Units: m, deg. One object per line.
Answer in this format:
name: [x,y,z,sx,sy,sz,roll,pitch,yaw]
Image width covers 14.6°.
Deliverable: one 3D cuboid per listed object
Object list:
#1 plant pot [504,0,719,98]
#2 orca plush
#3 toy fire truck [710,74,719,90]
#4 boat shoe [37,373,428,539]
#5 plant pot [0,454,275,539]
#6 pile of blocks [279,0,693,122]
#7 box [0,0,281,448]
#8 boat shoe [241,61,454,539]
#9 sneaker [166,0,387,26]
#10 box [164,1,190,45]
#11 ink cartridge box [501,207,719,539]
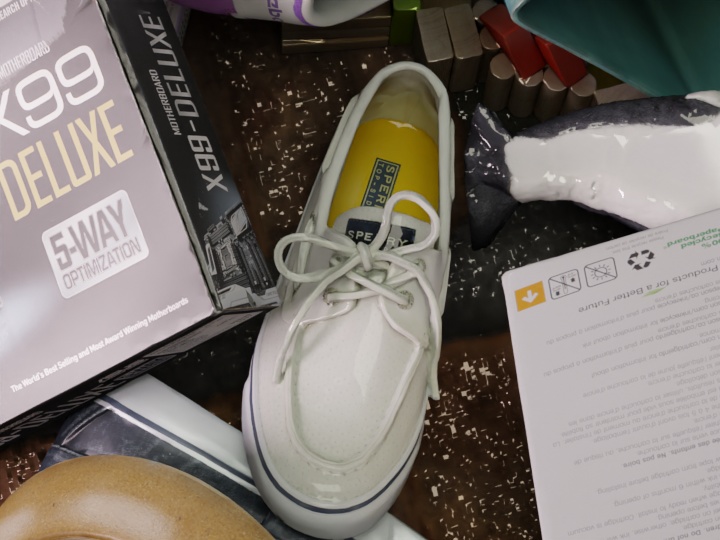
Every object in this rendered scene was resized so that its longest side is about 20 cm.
plant pot: [0.115,-0.193,1.112,0.141,0.141,0.201,-39,54,24]
orca plush: [0.142,-0.023,1.106,0.199,0.071,0.106,-7,82,11]
toy fire truck: [0.228,-0.105,1.145,0.167,0.112,0.201,1,74,23]
boat shoe: [-0.040,0.121,1.095,0.200,0.071,0.091,29,79,12]
plant pot: [-0.082,0.167,1.031,0.027,0.200,0.200,-19,73,-51]
pile of blocks: [0.055,-0.107,1.152,0.199,0.062,0.082,21,77,3]
box: [-0.144,-0.019,1.077,0.200,0.050,0.158,-26,80,28]
boat shoe: [0.005,0.000,1.078,0.074,0.086,0.203,15,54,2]
sneaker: [0.000,-0.167,1.131,0.114,0.073,0.201,16,55,23]
box: [-0.102,-0.058,1.148,0.041,0.039,0.201,12,76,1]
ink cartridge box: [0.156,0.051,0.980,0.197,0.047,0.200,-16,44,9]
